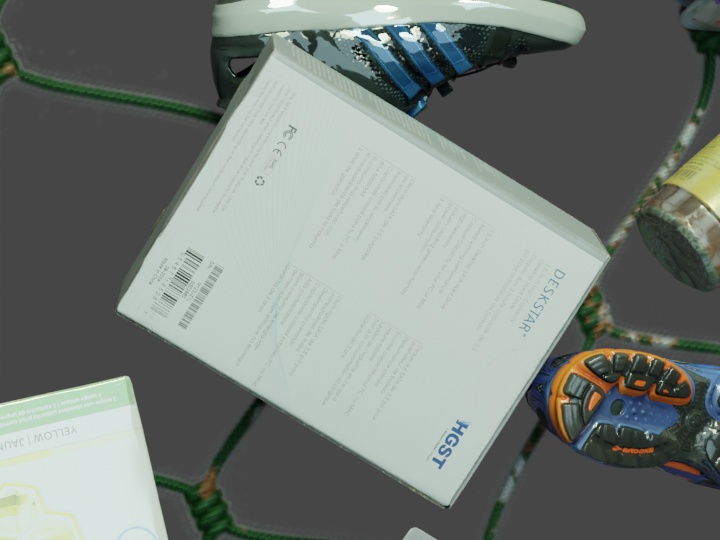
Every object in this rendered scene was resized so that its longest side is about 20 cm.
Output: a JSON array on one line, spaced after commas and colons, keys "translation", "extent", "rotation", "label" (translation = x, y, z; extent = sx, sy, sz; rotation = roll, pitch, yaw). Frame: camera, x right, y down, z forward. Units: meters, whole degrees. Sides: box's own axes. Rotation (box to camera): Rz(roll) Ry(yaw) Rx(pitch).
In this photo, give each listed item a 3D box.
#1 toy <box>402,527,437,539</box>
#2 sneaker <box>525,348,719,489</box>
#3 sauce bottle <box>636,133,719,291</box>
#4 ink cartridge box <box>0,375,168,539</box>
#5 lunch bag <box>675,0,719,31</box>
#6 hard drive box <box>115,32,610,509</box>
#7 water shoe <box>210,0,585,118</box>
[{"translation": [0.060, 0.217, 1.352], "extent": [0.200, 0.047, 0.115], "rotation": [34, 91, -30], "label": "toy"}, {"translation": [0.173, 0.076, 1.397], "extent": [0.199, 0.078, 0.076], "rotation": [20, 90, -28], "label": "sneaker"}, {"translation": [0.240, -0.072, 1.436], "extent": [0.200, 0.065, 0.065], "rotation": [-41, 94, -14], "label": "sauce bottle"}, {"translation": [-0.164, 0.167, 1.313], "extent": [0.145, 0.048, 0.201], "rotation": [-12, 83, -16], "label": "ink cartridge box"}, {"translation": [0.208, -0.204, 1.391], "extent": [0.200, 0.170, 0.127], "rotation": [36, 74, -8], "label": "lunch bag"}, {"translation": [0.000, 0.000, 1.334], "extent": [0.199, 0.077, 0.156], "rotation": [32, 99, -8], "label": "hard drive box"}, {"translation": [0.019, -0.111, 1.393], "extent": [0.199, 0.072, 0.079], "rotation": [0, 100, -7], "label": "water shoe"}]
